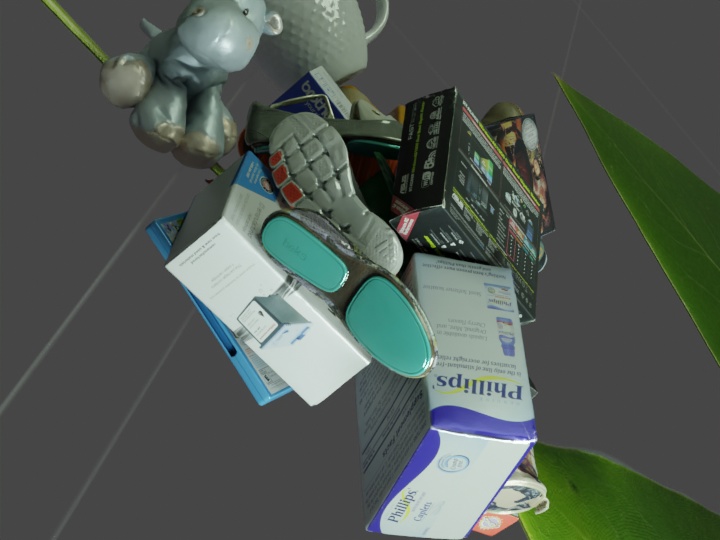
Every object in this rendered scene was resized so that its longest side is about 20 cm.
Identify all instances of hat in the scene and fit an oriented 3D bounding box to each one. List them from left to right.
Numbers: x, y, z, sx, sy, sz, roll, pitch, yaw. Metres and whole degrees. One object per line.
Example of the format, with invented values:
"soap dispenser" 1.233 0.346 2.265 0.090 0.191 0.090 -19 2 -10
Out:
"hat" -0.024 -0.017 1.656 0.201 0.175 0.166 66 4 33

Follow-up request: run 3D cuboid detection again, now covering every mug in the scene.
"mug" -0.052 -0.304 1.893 0.200 0.148 0.176 -29 93 -29

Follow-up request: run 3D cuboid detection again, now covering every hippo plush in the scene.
"hippo plush" -0.147 -0.210 1.632 0.159 0.161 0.200 46 26 -13

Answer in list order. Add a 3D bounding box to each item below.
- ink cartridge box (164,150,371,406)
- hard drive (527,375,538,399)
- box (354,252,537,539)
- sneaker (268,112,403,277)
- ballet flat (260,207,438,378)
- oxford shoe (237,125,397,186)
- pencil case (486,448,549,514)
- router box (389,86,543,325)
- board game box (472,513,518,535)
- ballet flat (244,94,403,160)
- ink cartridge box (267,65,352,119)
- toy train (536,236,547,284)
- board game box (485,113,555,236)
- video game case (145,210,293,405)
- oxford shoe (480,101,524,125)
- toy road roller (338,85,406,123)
"ink cartridge box" -0.076 0.007 1.528 0.200 0.086 0.147 43 26 -16
"hard drive" 0.114 0.063 1.814 0.140 0.038 0.200 38 13 -29
"box" 0.074 0.120 1.514 0.104 0.184 0.201 9 50 -15
"sneaker" -0.026 -0.058 1.547 0.201 0.077 0.082 61 -3 20
"ballet flat" 0.000 0.013 1.438 0.200 0.072 0.072 42 24 9
"oxford shoe" -0.034 -0.125 1.752 0.199 0.072 0.073 18 11 -7
"pencil case" 0.137 0.153 1.635 0.089 0.078 0.201 4 53 -17
"router box" 0.108 -0.057 1.583 0.200 0.062 0.150 48 39 -40
"board game box" 0.078 0.166 1.679 0.153 0.040 0.201 26 37 -44
"ballet flat" -0.020 -0.151 1.680 0.067 0.199 0.064 132 -41 -80
"ink cartridge box" -0.022 -0.121 1.810 0.200 0.094 0.044 52 25 -1
"toy train" 0.155 -0.027 1.920 0.085 0.114 0.200 34 -3 42
"board game box" 0.139 -0.087 1.734 0.200 0.034 0.136 -23 104 -54
"video game case" -0.113 0.028 1.558 0.200 0.018 0.143 57 26 6
"oxford shoe" 0.139 -0.108 1.812 0.075 0.070 0.201 59 47 -65
"toy road roller" 0.053 -0.149 1.910 0.200 0.146 0.123 40 28 -26
